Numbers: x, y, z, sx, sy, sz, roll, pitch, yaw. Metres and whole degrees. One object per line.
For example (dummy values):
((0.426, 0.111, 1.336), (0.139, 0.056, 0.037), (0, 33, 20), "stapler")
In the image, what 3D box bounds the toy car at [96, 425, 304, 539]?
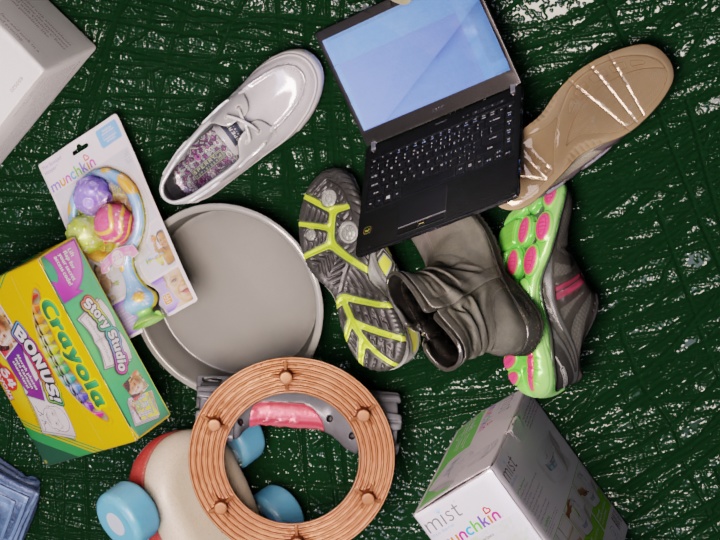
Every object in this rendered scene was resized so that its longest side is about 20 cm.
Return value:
((-0.198, 0.254, 1.745), (0.199, 0.184, 0.178), (-16, 104, 48), "toy car")

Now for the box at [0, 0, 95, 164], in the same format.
((-0.401, -0.202, 1.654), (0.199, 0.131, 0.200), (43, 113, -1), "box")

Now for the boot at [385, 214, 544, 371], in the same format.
((0.071, 0.002, 1.551), (0.200, 0.130, 0.068), (55, 126, 29), "boot")

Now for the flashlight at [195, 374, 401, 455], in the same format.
((-0.061, 0.146, 1.673), (0.198, 0.068, 0.068), (2, 113, -6), "flashlight")

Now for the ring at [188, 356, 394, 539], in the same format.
((-0.066, 0.181, 1.641), (0.199, 0.019, 0.202), (0, 102, -1), "ring")

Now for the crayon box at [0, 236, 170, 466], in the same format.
((-0.300, 0.085, 1.717), (0.172, 0.058, 0.201), (-19, 102, 48), "crayon box")

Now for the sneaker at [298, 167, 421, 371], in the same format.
((0.000, 0.000, 1.642), (0.075, 0.076, 0.202), (-21, 82, 23), "sneaker")

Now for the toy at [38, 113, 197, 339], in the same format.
((-0.248, -0.036, 1.677), (0.115, 0.047, 0.201), (-28, 85, 29), "toy")

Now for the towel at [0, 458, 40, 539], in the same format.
((-0.423, 0.290, 1.858), (0.111, 0.049, 0.201), (27, 112, 7), "towel")

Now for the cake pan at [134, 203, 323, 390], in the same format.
((-0.128, 0.027, 1.699), (0.199, 0.037, 0.202), (5, 107, 14), "cake pan")

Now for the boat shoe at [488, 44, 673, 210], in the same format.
((0.194, -0.128, 1.548), (0.200, 0.065, 0.072), (-42, 88, 4), "boat shoe")

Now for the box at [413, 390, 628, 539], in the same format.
((0.155, 0.231, 1.597), (0.096, 0.200, 0.177), (-35, 96, 22), "box")

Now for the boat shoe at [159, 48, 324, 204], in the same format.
((-0.117, -0.133, 1.630), (0.199, 0.069, 0.072), (-34, 95, 22), "boat shoe")

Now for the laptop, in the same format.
((0.047, -0.141, 1.545), (0.176, 0.201, 0.103), (-20, 137, 32), "laptop")

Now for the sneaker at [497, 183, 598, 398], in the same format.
((0.176, 0.016, 1.600), (0.077, 0.083, 0.202), (9, 98, 53), "sneaker")

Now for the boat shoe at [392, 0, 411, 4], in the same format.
((-0.012, -0.318, 1.550), (0.201, 0.063, 0.074), (37, 154, 15), "boat shoe")
